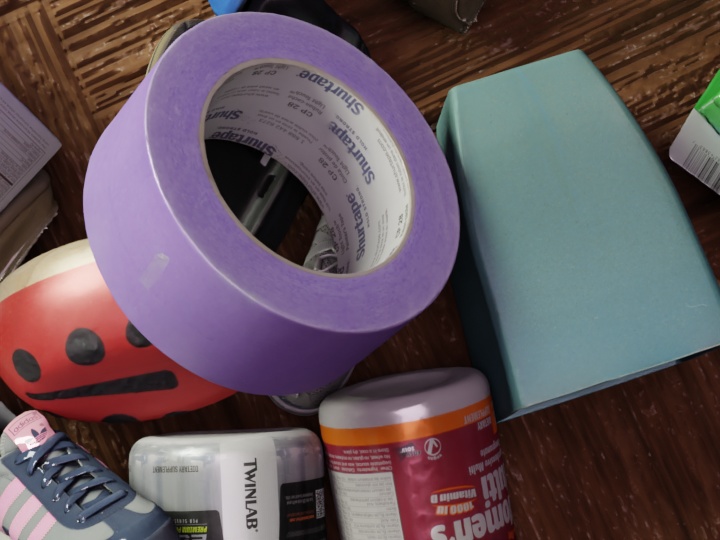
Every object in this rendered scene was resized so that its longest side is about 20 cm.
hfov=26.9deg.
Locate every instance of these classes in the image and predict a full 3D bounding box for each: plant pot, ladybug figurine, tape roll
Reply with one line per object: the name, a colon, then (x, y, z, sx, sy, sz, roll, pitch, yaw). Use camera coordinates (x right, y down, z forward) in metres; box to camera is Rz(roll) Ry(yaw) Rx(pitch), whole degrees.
plant pot: (0.124, -0.024, 0.946, 0.140, 0.141, 0.202, -16, 82, -5)
ladybug figurine: (-0.134, 0.041, 0.901, 0.198, 0.136, 0.072, -11, 47, 8)
tape roll: (-0.048, -0.038, 0.843, 0.199, 0.085, 0.201, 19, 53, -27)

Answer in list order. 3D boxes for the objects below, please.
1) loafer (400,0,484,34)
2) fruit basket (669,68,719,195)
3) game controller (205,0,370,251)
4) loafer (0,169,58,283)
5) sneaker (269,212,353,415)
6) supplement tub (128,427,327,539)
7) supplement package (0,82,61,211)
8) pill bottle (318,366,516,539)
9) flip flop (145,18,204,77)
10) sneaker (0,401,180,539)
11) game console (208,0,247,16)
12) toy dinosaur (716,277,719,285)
loafer: (0.107, -0.234, 0.996, 0.200, 0.073, 0.071, -44, 100, -1)
fruit basket: (0.323, -0.089, 0.988, 0.199, 0.094, 0.186, 36, 79, -8)
game controller: (-0.066, -0.087, 0.953, 0.104, 0.042, 0.201, 37, 72, -28)
loafer: (-0.254, 0.022, 0.949, 0.201, 0.076, 0.067, -53, 125, -12)
sneaker: (0.000, 0.000, 0.959, 0.074, 0.082, 0.202, 21, 85, -3)
supplement tub: (-0.079, 0.200, 0.921, 0.121, 0.123, 0.202, -3, 86, -4)
supplement package: (-0.318, -0.073, 0.881, 0.200, 0.151, 0.152, -48, 58, -6)
pill bottle: (0.042, 0.168, 0.934, 0.109, 0.110, 0.202, -11, 94, -5)
flip flop: (-0.119, -0.060, 0.967, 0.081, 0.057, 0.202, -5, 102, -45)
sneaker: (-0.179, 0.127, 0.880, 0.070, 0.199, 0.083, -27, 110, -36)
game console: (-0.050, -0.288, 0.937, 0.169, 0.119, 0.201, -23, 70, -8)
toy dinosaur: (0.279, 0.025, 1.001, 0.198, 0.061, 0.107, 6, 60, -8)
